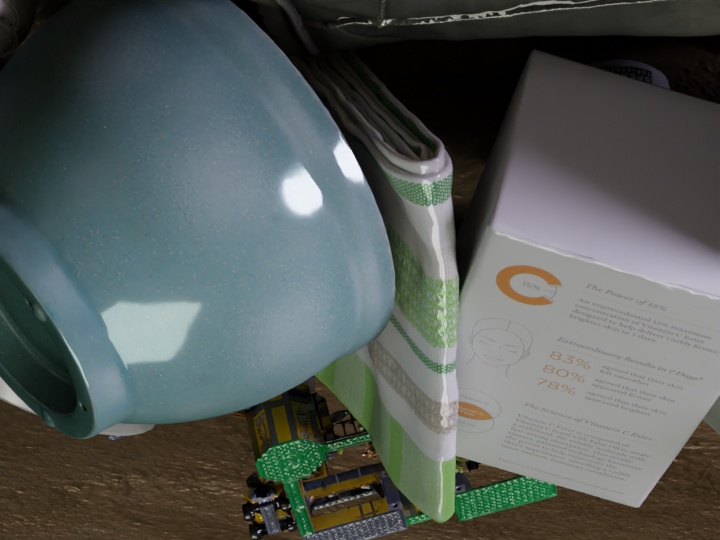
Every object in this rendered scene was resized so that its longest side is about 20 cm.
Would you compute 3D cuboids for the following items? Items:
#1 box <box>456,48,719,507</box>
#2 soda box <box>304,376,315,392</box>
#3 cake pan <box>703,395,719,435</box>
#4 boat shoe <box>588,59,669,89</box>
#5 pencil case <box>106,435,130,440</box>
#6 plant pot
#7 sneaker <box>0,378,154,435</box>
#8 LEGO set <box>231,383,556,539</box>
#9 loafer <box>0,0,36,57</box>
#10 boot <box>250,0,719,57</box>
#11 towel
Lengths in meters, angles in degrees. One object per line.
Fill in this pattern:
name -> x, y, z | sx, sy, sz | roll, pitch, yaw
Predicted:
box -> 0.104, 0.011, 0.896 | 0.124, 0.098, 0.200 | 16, 149, -1
soda box -> -0.079, 0.002, 1.071 | 0.063, 0.068, 0.200 | -5, 154, 14
cake pan -> 0.212, -0.001, 0.913 | 0.037, 0.201, 0.200 | 28, 155, 6
boat shoe -> 0.132, -0.026, 0.991 | 0.073, 0.068, 0.200 | 1, 155, 3
pencil case -> -0.200, 0.025, 1.114 | 0.092, 0.085, 0.200 | -28, 142, 33
plant pot -> -0.101, -0.013, 0.846 | 0.200, 0.134, 0.201 | 40, 153, 25
sneaker -> -0.168, 0.007, 1.023 | 0.200, 0.119, 0.074 | 28, 175, -35
LEGO set -> 0.020, 0.063, 1.078 | 0.199, 0.116, 0.154 | -20, 142, 5
loafer -> -0.234, -0.120, 0.825 | 0.199, 0.070, 0.070 | 14, 153, -22
boot -> 0.053, -0.132, 0.772 | 0.199, 0.073, 0.182 | 4, 170, 14
towel -> 0.000, 0.000, 0.894 | 0.031, 0.149, 0.201 | -17, 129, -19
